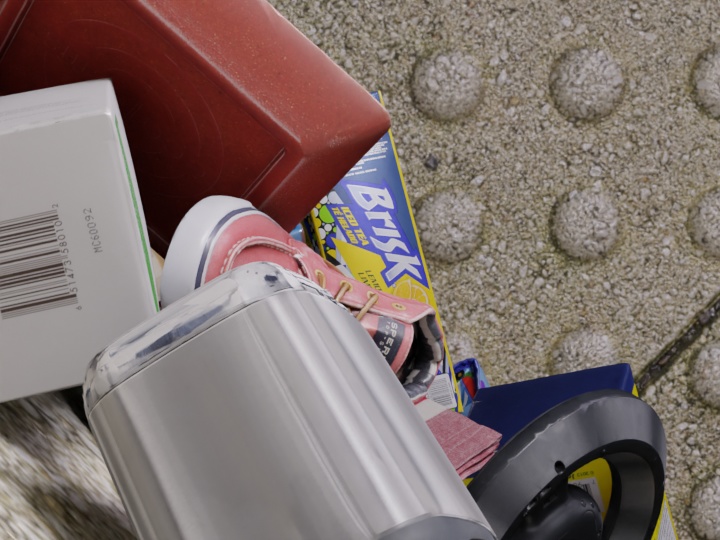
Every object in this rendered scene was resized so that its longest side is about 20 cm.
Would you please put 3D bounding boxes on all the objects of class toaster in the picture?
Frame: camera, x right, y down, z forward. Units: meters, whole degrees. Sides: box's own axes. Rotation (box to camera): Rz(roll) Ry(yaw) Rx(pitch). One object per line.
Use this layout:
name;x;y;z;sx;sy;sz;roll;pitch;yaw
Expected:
toaster;-0.027;0.082;0.703;0.130;0.113;0.200;60;6;19

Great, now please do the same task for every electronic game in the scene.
electronic game;0.102;0.155;1.050;0.042;0.200;0.200;35;-5;36

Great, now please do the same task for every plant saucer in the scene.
plant saucer;-0.106;-0.085;0.921;0.199;0.037;0.200;41;-33;-4

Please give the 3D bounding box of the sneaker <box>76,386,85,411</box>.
sneaker;-0.054;0.083;0.884;0.200;0.086;0.078;45;1;21

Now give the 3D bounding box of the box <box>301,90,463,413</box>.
box;0.000;0.000;1.128;0.070;0.064;0.201;147;-70;-72

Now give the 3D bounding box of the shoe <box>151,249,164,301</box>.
shoe;-0.154;-0.028;1.052;0.070;0.053;0.201;2;-52;53

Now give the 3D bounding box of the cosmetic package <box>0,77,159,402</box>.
cosmetic package;-0.135;-0.020;0.803;0.200;0.084;0.108;-122;-160;-77

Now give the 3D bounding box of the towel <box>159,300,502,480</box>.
towel;-0.035;0.067;0.983;0.199;0.023;0.144;25;15;18

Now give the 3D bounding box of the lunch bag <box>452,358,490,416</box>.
lunch bag;0.074;0.180;1.311;0.151;0.094;0.201;63;9;-74

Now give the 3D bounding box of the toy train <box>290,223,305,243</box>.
toy train;-0.089;-0.058;1.125;0.200;0.086;0.115;-119;-168;-51

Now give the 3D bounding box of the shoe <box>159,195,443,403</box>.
shoe;-0.021;0.020;0.902;0.091;0.072;0.200;16;-8;19

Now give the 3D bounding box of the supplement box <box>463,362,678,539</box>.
supplement box;0.140;0.178;1.203;0.109;0.109;0.201;-54;129;-65
